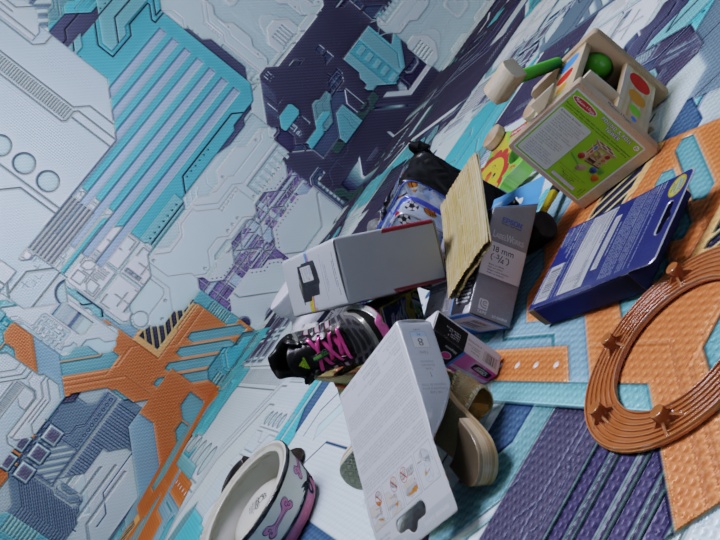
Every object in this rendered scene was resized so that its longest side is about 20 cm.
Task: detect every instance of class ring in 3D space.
[{"bbox_3d":[0.246,0.055,0.680,0.201,0.019,0.201,-51,9,11],"label":"ring"}]

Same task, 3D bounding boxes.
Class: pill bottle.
[{"bbox_3d":[-0.037,0.082,1.361,0.116,0.200,0.116,-50,10,12],"label":"pill bottle"}]

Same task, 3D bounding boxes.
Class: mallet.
[{"bbox_3d":[0.257,-0.101,1.132,0.200,0.041,0.066,-54,8,-29],"label":"mallet"}]

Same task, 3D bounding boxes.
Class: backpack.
[{"bbox_3d":[0.111,-0.057,1.266,0.154,0.199,0.191,-58,-2,-32],"label":"backpack"}]

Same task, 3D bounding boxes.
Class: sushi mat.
[{"bbox_3d":[0.130,-0.060,1.070,0.201,0.012,0.096,-87,22,-52],"label":"sushi mat"}]

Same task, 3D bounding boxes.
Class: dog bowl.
[{"bbox_3d":[-0.143,0.349,1.237,0.200,0.074,0.200,-46,16,18],"label":"dog bowl"}]

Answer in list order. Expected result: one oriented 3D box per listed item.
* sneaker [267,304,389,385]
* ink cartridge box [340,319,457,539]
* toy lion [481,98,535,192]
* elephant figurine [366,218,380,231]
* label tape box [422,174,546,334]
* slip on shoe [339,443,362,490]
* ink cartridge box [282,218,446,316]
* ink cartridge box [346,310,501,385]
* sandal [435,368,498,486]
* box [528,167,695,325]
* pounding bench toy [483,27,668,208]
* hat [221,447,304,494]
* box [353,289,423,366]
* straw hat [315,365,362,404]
[{"bbox_3d":[-0.044,0.099,1.061,0.199,0.074,0.087,-17,13,48],"label":"sneaker"},{"bbox_3d":[0.048,0.177,0.881,0.160,0.047,0.201,-56,42,46],"label":"ink cartridge box"},{"bbox_3d":[0.236,-0.165,1.397,0.193,0.068,0.200,-65,14,-23],"label":"toy lion"},{"bbox_3d":[0.113,-0.092,1.538,0.155,0.142,0.200,6,37,45],"label":"elephant figurine"},{"bbox_3d":[0.153,-0.024,1.088,0.144,0.063,0.201,155,133,-69],"label":"label tape box"},{"bbox_3d":[0.047,0.183,1.015,0.200,0.074,0.061,-50,1,31],"label":"slip on shoe"},{"bbox_3d":[0.000,0.000,1.134,0.145,0.083,0.200,-13,-3,-24],"label":"ink cartridge box"},{"bbox_3d":[0.067,0.128,1.018,0.200,0.094,0.037,-43,17,45],"label":"ink cartridge box"},{"bbox_3d":[0.109,0.148,0.886,0.212,0.069,0.078,-124,40,-61],"label":"sandal"},{"bbox_3d":[0.254,-0.019,0.855,0.122,0.032,0.200,-57,9,-24],"label":"box"},{"bbox_3d":[0.254,-0.214,1.049,0.124,0.200,0.156,-43,14,45],"label":"pounding bench toy"},{"bbox_3d":[-0.179,0.355,1.411,0.201,0.081,0.201,-52,9,12],"label":"hat"},{"bbox_3d":[0.035,0.075,1.194,0.064,0.071,0.200,-14,2,18],"label":"box"},{"bbox_3d":[0.010,0.161,1.176,0.199,0.086,0.201,-9,4,1],"label":"straw hat"}]
